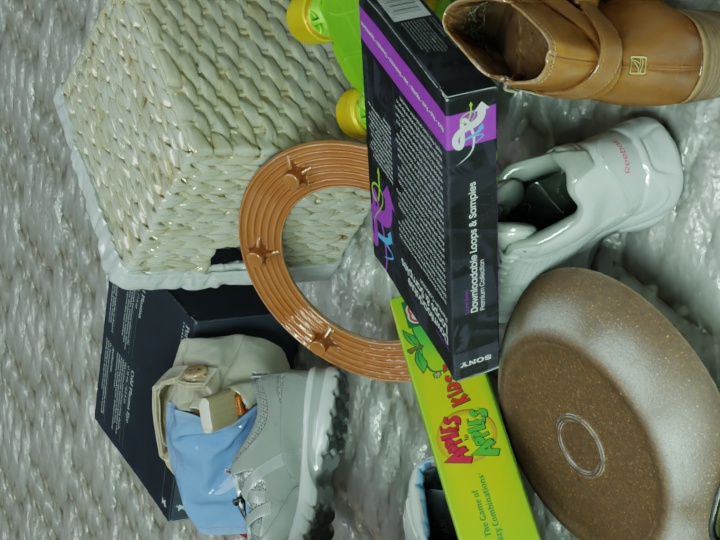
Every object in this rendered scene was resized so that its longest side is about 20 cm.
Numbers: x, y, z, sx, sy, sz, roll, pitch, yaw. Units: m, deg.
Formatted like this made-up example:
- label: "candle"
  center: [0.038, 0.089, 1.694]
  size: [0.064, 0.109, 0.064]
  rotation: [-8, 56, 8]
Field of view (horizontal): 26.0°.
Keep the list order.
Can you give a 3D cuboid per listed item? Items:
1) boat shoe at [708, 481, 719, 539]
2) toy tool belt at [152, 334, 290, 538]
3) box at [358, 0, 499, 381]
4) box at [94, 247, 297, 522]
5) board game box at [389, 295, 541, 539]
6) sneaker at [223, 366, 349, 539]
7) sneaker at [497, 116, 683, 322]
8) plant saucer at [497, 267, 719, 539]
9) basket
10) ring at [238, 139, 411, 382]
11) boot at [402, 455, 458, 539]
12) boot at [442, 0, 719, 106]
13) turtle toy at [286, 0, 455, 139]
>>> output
- label: "boat shoe"
  center: [0.235, 0.072, 0.783]
  size: [0.072, 0.066, 0.201]
  rotation: [53, 136, 42]
- label: "toy tool belt"
  center: [-0.103, 0.158, 1.248]
  size: [0.123, 0.125, 0.200]
  rotation: [-87, -9, -61]
- label: "box"
  center: [0.041, -0.053, 0.931]
  size: [0.143, 0.036, 0.200]
  rotation: [-121, 22, -49]
- label: "box"
  center: [-0.150, 0.088, 1.390]
  size: [0.182, 0.104, 0.200]
  rotation: [43, 130, 49]
- label: "board game box"
  center: [0.071, 0.118, 0.993]
  size: [0.102, 0.048, 0.200]
  rotation: [74, -179, -53]
- label: "sneaker"
  center: [-0.063, 0.167, 1.150]
  size: [0.075, 0.082, 0.200]
  rotation: [60, -142, -64]
- label: "sneaker"
  center: [0.103, -0.029, 0.955]
  size: [0.200, 0.099, 0.078]
  rotation: [-51, 52, 49]
- label: "plant saucer"
  center: [0.141, 0.097, 0.920]
  size: [0.200, 0.037, 0.201]
  rotation: [40, 142, 40]
- label: "basket"
  center: [-0.103, -0.108, 1.195]
  size: [0.161, 0.198, 0.200]
  rotation: [-54, 48, 44]
- label: "ring"
  center: [0.000, 0.000, 1.092]
  size: [0.200, 0.019, 0.201]
  rotation: [15, 129, 19]
- label: "boot"
  center: [0.073, 0.223, 1.042]
  size: [0.096, 0.073, 0.200]
  rotation: [80, 168, -60]
- label: "boot"
  center: [0.108, -0.136, 0.878]
  size: [0.200, 0.154, 0.074]
  rotation: [21, 111, 56]
- label: "turtle toy"
  center: [0.028, -0.178, 1.035]
  size: [0.146, 0.101, 0.200]
  rotation: [2, 124, 57]
